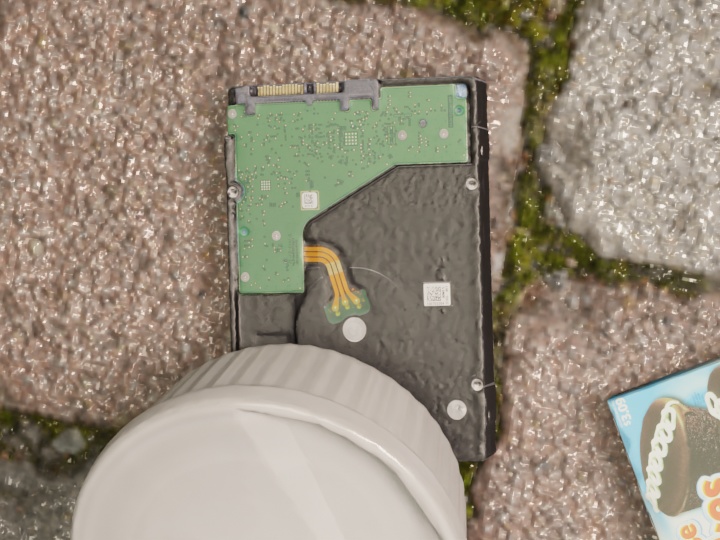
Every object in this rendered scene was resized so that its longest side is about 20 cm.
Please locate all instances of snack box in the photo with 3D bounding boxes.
[{"bbox_3d":[0.214,0.139,1.059,0.116,0.037,0.200,-21,86,14],"label":"snack box"}]

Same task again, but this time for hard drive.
[{"bbox_3d":[0.000,0.000,1.108,0.139,0.038,0.201,-2,92,14],"label":"hard drive"}]

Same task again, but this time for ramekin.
[{"bbox_3d":[-0.037,0.129,1.062,0.202,0.094,0.203,6,118,11],"label":"ramekin"}]
